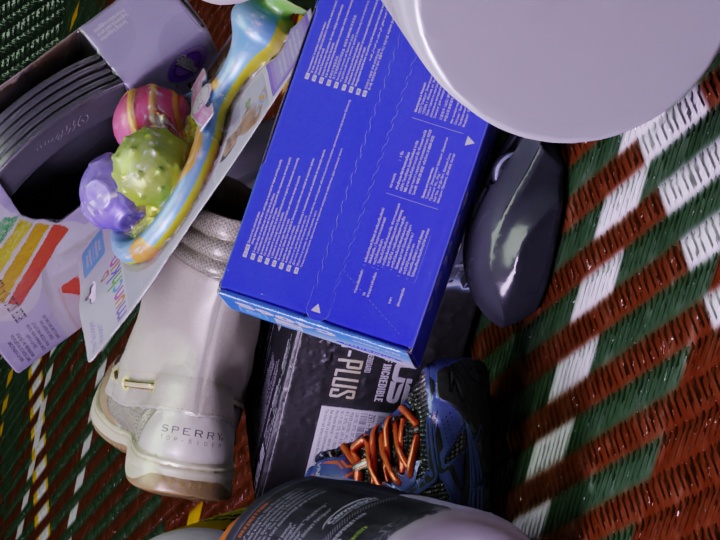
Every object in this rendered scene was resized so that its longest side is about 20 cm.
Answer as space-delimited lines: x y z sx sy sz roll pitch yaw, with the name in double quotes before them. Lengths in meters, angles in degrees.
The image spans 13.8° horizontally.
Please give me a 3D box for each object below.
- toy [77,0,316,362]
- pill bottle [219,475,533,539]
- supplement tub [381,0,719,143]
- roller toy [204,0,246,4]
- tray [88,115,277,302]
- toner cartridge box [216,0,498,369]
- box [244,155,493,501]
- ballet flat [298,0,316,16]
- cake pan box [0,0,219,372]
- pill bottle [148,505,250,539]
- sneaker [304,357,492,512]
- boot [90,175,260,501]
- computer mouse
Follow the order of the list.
"toy" -0.096 -0.066 1.454 0.200 0.047 0.115 -51 22 17
"pill bottle" 0.000 0.145 1.296 0.200 0.106 0.107 -174 91 -66
"supplement tub" 0.065 -0.138 1.180 0.200 0.131 0.133 -117 36 -68
"roller toy" -0.062 -0.228 1.376 0.200 0.140 0.183 -51 17 8
"tray" -0.054 -0.042 1.618 0.022 0.199 0.108 51 146 23
"toner cartridge box" 0.013 -0.066 1.352 0.043 0.095 0.201 60 -131 -77
"box" 0.000 0.000 1.509 0.164 0.086 0.201 -101 21 -56
"ballet flat" -0.002 -0.148 1.493 0.200 0.072 0.072 41 129 40
"cake pan box" -0.145 -0.050 1.560 0.052 0.184 0.200 48 171 24
"pill bottle" -0.069 0.182 1.502 0.200 0.112 0.113 -5 -77 -75
"sneaker" 0.014 0.106 1.406 0.200 0.078 0.076 113 160 -53
"boot" -0.089 0.024 1.545 0.200 0.072 0.155 -135 55 -75
"computer mouse" 0.075 -0.073 1.328 0.059 0.034 0.201 -133 52 -76
